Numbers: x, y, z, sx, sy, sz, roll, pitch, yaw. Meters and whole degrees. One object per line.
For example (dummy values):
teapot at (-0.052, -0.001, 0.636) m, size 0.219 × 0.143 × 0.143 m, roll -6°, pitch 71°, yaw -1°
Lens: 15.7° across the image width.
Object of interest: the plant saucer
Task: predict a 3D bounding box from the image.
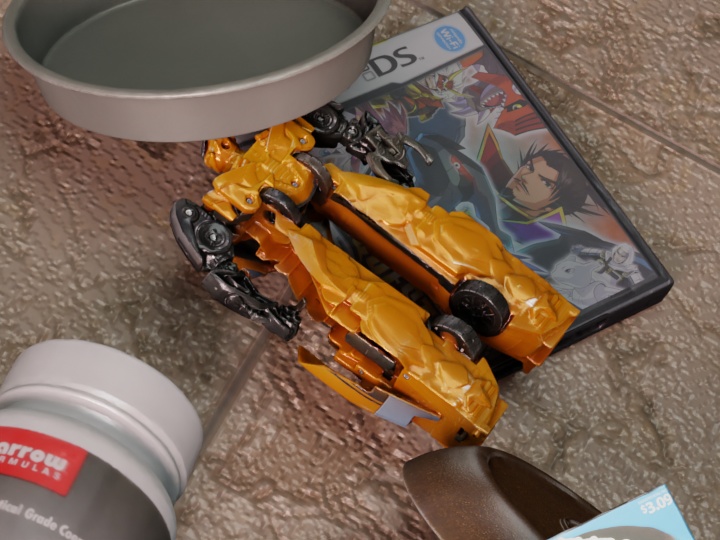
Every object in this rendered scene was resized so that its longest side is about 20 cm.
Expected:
plant saucer at (0.106, 0.142, 1.203) m, size 0.200 × 0.032 × 0.200 m, roll 37°, pitch 8°, yaw -6°

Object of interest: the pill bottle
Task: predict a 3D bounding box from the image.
pill bottle at (-0.149, 0.134, 1.149) m, size 0.114 × 0.114 × 0.200 m, roll 25°, pitch 53°, yaw -2°

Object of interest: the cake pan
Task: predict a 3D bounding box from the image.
cake pan at (-0.082, -0.122, 1.336) m, size 0.200 × 0.037 × 0.200 m, roll -4°, pitch 31°, yaw 3°

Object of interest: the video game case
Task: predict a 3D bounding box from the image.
video game case at (0.040, -0.034, 1.382) m, size 0.181 × 0.026 × 0.200 m, roll -24°, pitch 68°, yaw -31°

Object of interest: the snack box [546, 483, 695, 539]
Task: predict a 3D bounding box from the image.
snack box at (0.064, 0.182, 1.076) m, size 0.200 × 0.037 × 0.116 m, roll -24°, pitch 77°, yaw -13°

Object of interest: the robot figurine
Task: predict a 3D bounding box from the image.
robot figurine at (0.000, 0.000, 1.294) m, size 0.200 × 0.058 × 0.145 m, roll 37°, pitch 54°, yaw 6°
